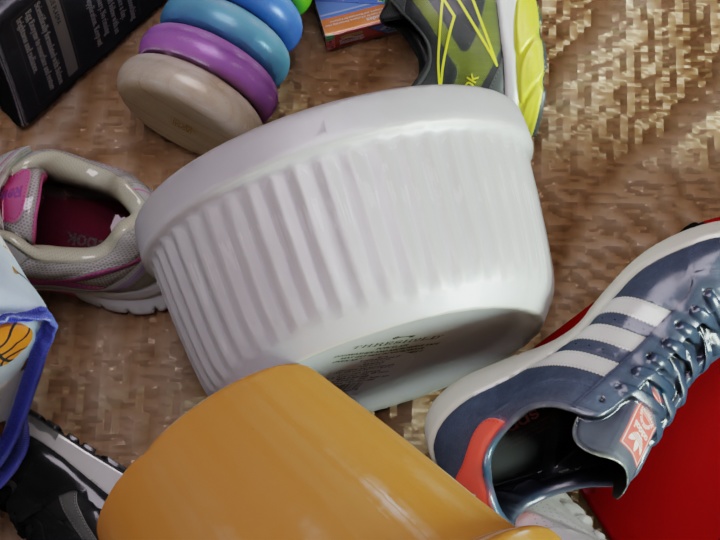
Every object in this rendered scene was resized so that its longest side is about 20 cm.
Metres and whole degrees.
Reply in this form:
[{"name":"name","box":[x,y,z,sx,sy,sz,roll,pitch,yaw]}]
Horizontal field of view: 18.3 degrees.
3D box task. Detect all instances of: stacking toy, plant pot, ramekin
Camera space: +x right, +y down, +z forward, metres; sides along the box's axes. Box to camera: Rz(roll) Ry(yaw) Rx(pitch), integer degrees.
[{"name":"stacking toy","box":[-0.050,-0.162,1.205,0.085,0.085,0.200,24,73,12]},{"name":"plant pot","box":[-0.014,0.148,0.982,0.200,0.200,0.183,-36,69,-12]},{"name":"ramekin","box":[0.000,0.000,1.083,0.199,0.200,0.105,-17,74,-5]}]

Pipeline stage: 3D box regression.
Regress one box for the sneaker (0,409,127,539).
[{"name":"sneaker","box":[-0.139,0.135,1.095,0.200,0.076,0.088,29,76,13]}]

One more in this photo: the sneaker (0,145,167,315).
[{"name":"sneaker","box":[-0.186,-0.027,1.156,0.199,0.088,0.082,-2,67,1]}]

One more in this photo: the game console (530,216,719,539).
[{"name":"game console","box":[0.211,0.081,1.133,0.172,0.119,0.200,-14,63,-38]}]

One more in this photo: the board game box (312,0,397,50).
[{"name":"board game box","box":[0.063,-0.195,1.257,0.199,0.019,0.103,-15,66,-4]}]

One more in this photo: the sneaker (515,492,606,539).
[{"name":"sneaker","box":[0.097,0.138,1.083,0.199,0.075,0.089,20,34,15]}]

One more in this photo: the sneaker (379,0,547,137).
[{"name":"sneaker","box":[0.048,-0.166,1.192,0.084,0.074,0.201,-8,84,-3]}]

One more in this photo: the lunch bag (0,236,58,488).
[{"name":"lunch bag","box":[-0.233,0.026,1.051,0.124,0.200,0.170,-16,60,-31]}]

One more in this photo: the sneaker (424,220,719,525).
[{"name":"sneaker","box":[0.128,0.056,1.046,0.200,0.075,0.085,-35,33,5]}]

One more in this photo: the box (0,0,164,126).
[{"name":"box","box":[-0.187,-0.226,1.228,0.197,0.118,0.200,40,73,17]}]
